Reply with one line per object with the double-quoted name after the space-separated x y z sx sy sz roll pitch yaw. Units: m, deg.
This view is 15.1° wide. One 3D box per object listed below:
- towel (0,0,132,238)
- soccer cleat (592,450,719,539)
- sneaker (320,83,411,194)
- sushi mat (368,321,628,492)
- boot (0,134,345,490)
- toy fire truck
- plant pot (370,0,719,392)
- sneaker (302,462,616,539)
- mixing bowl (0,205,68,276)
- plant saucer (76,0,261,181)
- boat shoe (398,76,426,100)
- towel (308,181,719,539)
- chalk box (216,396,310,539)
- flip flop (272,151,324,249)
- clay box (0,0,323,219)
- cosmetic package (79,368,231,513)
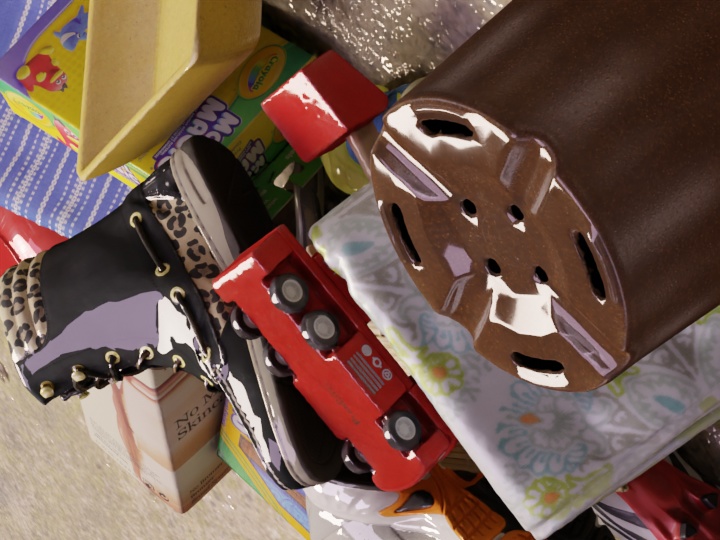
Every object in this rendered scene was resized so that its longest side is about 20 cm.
-0.181 -0.100 1.673 0.200 0.145 0.024 23 179 41 "towel"
0.136 0.101 1.483 0.200 0.069 0.085 44 159 -6 "soccer cleat"
0.052 -0.016 1.474 0.200 0.076 0.105 56 151 -4 "sneaker"
0.052 0.067 1.451 0.200 0.012 0.096 2 109 37 "sushi mat"
-0.103 0.048 1.460 0.154 0.073 0.204 -29 70 21 "boot"
0.000 0.000 1.408 0.200 0.141 0.049 50 142 -4 "toy fire truck"
0.124 -0.061 1.194 0.200 0.198 0.200 35 146 29 "plant pot"
0.054 0.154 1.439 0.200 0.076 0.092 22 128 33 "sneaker"
-0.189 -0.021 1.764 0.200 0.108 0.200 43 151 30 "mixing bowl"
-0.097 -0.166 1.469 0.200 0.048 0.200 144 131 -61 "plant saucer"
0.101 -0.026 1.405 0.201 0.072 0.066 52 143 -13 "boat shoe"
0.099 0.011 1.346 0.200 0.171 0.048 54 -176 -2 "towel"
0.030 0.108 1.594 0.200 0.124 0.124 43 149 19 "chalk box"
-0.063 -0.022 1.626 0.200 0.058 0.081 140 135 -66 "flip flop"
-0.106 -0.102 1.563 0.200 0.115 0.048 31 162 34 "clay box"
-0.112 0.048 1.620 0.087 0.103 0.200 38 160 21 "cosmetic package"
